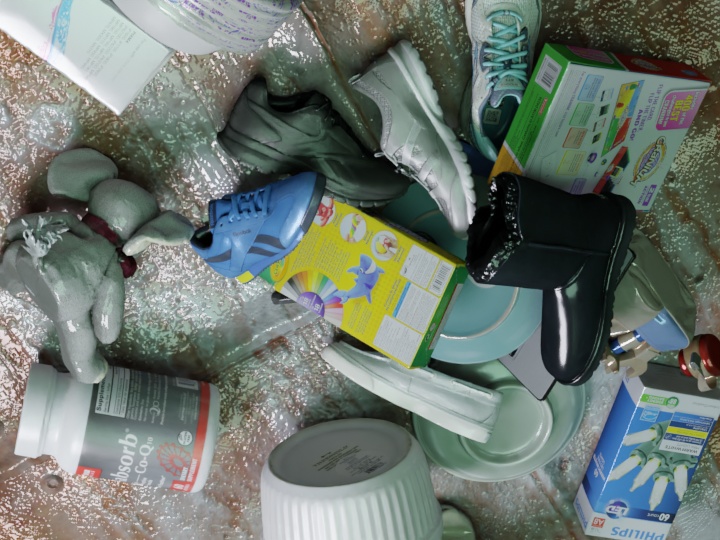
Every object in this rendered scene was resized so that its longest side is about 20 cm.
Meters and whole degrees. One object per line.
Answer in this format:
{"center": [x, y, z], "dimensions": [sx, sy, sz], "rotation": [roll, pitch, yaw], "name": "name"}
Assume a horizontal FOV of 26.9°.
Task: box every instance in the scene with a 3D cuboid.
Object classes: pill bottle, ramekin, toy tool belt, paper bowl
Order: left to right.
{"center": [-0.252, 0.160, 1.564], "dimensions": [0.197, 0.116, 0.117], "rotation": [11, 116, -12], "name": "pill bottle"}
{"center": [-0.152, -0.269, 1.306], "dimensions": [0.200, 0.202, 0.104], "rotation": [36, 115, -23], "name": "paper bowl"}
{"center": [-0.014, 0.238, 1.596], "dimensions": [0.197, 0.200, 0.106], "rotation": [-9, 109, -3], "name": "ramekin"}
{"center": [0.287, 0.053, 1.593], "dimensions": [0.122, 0.126, 0.200], "rotation": [-23, 121, 36], "name": "toy tool belt"}

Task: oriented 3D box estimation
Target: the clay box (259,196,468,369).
{"center": [0.000, 0.000, 1.497], "dimensions": [0.199, 0.047, 0.116], "rotation": [30, 103, 24], "name": "clay box"}

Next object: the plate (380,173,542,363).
{"center": [0.099, 0.001, 1.531], "dimensions": [0.197, 0.026, 0.203], "rotation": [5, 105, 18], "name": "plate"}

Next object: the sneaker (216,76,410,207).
{"center": [-0.036, -0.125, 1.471], "dimensions": [0.198, 0.076, 0.092], "rotation": [18, 108, -18], "name": "sneaker"}

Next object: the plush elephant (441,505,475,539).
{"center": [0.082, 0.360, 1.691], "dimensions": [0.154, 0.200, 0.165], "rotation": [40, 94, 0], "name": "plush elephant"}

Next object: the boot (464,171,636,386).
{"center": [0.167, 0.010, 1.433], "dimensions": [0.166, 0.076, 0.203], "rotation": [5, 107, -34], "name": "boot"}

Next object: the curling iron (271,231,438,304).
{"center": [-0.003, 0.005, 1.540], "dimensions": [0.198, 0.025, 0.050], "rotation": [-17, 86, 25], "name": "curling iron"}

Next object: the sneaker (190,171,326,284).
{"center": [-0.104, -0.049, 1.459], "dimensions": [0.078, 0.067, 0.200], "rotation": [30, 147, -19], "name": "sneaker"}

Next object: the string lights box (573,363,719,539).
{"center": [0.323, 0.207, 1.695], "dimensions": [0.101, 0.059, 0.202], "rotation": [10, 116, -14], "name": "string lights box"}

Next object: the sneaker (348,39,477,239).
{"center": [0.055, -0.119, 1.468], "dimensions": [0.081, 0.075, 0.202], "rotation": [-25, 93, 4], "name": "sneaker"}

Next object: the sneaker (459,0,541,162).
{"center": [0.142, -0.199, 1.445], "dimensions": [0.076, 0.087, 0.202], "rotation": [-3, 118, -6], "name": "sneaker"}

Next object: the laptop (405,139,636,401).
{"center": [0.139, -0.001, 1.535], "dimensions": [0.115, 0.200, 0.189], "rotation": [3, 124, -48], "name": "laptop"}

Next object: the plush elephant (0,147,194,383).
{"center": [-0.256, -0.025, 1.462], "dimensions": [0.154, 0.165, 0.201], "rotation": [-36, 161, -28], "name": "plush elephant"}

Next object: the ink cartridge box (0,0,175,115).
{"center": [-0.265, -0.249, 1.332], "dimensions": [0.199, 0.148, 0.086], "rotation": [38, 109, -22], "name": "ink cartridge box"}

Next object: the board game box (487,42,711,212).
{"center": [0.234, -0.135, 1.469], "dimensions": [0.198, 0.040, 0.154], "rotation": [2, 122, -37], "name": "board game box"}

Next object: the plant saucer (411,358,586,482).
{"center": [0.156, 0.159, 1.654], "dimensions": [0.197, 0.050, 0.203], "rotation": [-3, 118, -5], "name": "plant saucer"}

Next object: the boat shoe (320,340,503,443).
{"center": [0.057, 0.112, 1.592], "dimensions": [0.198, 0.072, 0.069], "rotation": [25, 87, 11], "name": "boat shoe"}
